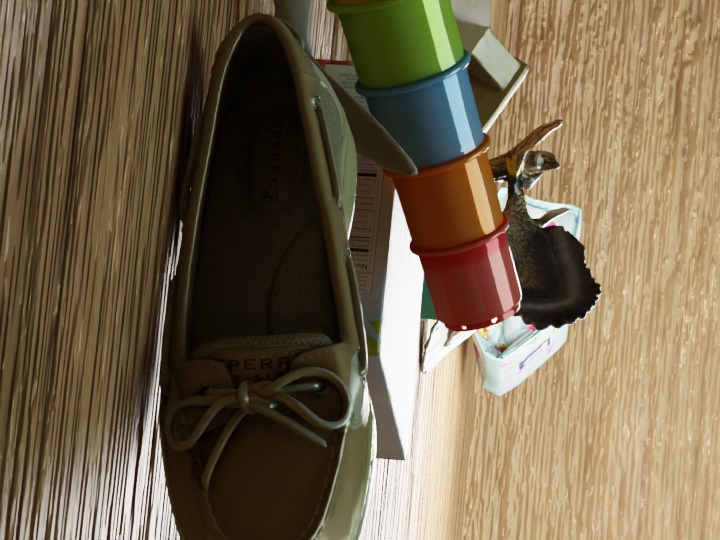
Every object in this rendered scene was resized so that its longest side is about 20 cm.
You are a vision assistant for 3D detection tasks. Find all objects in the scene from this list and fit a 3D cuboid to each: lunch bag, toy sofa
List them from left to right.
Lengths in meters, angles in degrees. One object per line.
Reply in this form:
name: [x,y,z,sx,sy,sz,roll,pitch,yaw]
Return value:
toy sofa: [0.035,-0.157,1.479,0.083,0.097,0.200,-55,162,-24]
lunch bag: [0.176,0.031,2.911,0.170,0.121,0.201,84,19,-75]

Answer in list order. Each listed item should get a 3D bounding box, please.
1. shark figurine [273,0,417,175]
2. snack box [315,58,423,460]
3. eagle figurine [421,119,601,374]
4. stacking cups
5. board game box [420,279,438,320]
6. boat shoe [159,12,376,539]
shark figurine: [0.010,-0.147,1.014,0.128,0.089,0.215,61,37,-38]
snack box: [0.000,0.000,1.277,0.200,0.053,0.143,75,21,-72]
eagle figurine: [0.119,-0.009,2.248,0.152,0.150,0.201,107,-19,-63]
stacking cups: [0.032,-0.071,1.158,0.061,0.060,0.201,-72,145,-68]
board game box: [0.041,-0.087,1.702,0.200,0.045,0.153,87,9,-53]
boat shoe: [-0.032,0.012,0.860,0.063,0.073,0.201,73,19,-58]
